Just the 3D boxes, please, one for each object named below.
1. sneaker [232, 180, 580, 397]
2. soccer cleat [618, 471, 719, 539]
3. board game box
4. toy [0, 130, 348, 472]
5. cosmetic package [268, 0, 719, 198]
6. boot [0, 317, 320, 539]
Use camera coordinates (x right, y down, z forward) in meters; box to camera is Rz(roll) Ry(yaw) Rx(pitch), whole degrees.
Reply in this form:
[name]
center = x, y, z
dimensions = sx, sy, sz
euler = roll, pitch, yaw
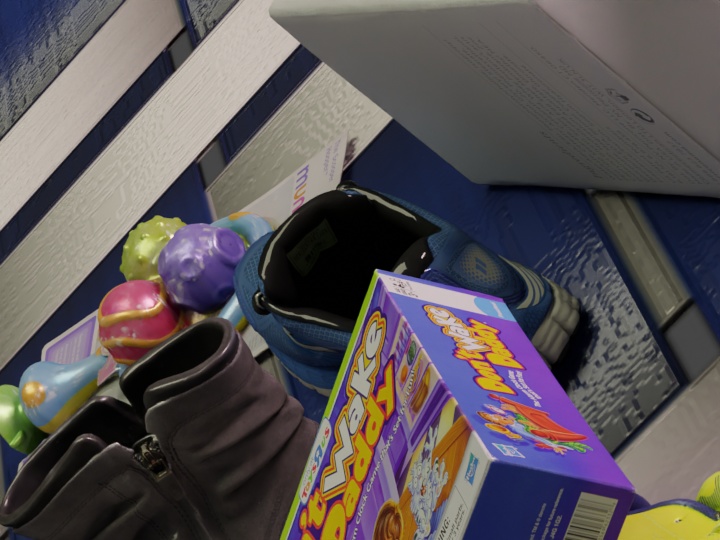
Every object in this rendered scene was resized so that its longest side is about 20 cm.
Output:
[sneaker]
center = 0.000, 0.000, 1.057
dimensions = 0.079, 0.089, 0.200
euler = -57, 24, -12
[soccer cleat]
center = 0.109, 0.085, 0.774
dimensions = 0.200, 0.065, 0.084
euler = -7, 55, 60
[board game box]
center = 0.008, 0.119, 0.846
dimensions = 0.134, 0.045, 0.200
euler = -121, 48, -65
[toy]
center = -0.092, 0.016, 1.250
dimensions = 0.200, 0.047, 0.115
euler = -38, 30, 31
[cosmetic package]
center = 0.099, -0.141, 1.035
dimensions = 0.200, 0.123, 0.200
euler = -58, 23, -13
[boot]
center = -0.076, 0.113, 0.985
dimensions = 0.200, 0.132, 0.070
euler = -49, 25, 8
